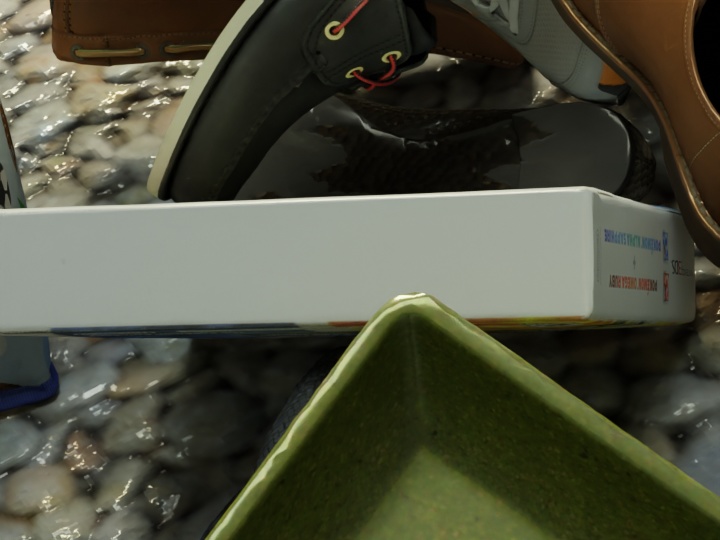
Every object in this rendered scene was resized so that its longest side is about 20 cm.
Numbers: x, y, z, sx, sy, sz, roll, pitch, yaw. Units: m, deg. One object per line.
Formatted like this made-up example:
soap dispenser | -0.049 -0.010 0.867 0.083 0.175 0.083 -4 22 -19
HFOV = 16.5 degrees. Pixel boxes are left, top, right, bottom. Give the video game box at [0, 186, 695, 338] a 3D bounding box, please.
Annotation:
video game box | 0.000 0.000 0.838 0.200 0.047 0.182 -2 0 18

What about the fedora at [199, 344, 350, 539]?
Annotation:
fedora | 0.019 0.088 0.755 0.200 0.092 0.201 -8 41 7

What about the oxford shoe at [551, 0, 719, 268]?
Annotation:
oxford shoe | 0.116 -0.095 0.861 0.071 0.071 0.200 -19 58 -12

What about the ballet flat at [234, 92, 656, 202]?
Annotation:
ballet flat | 0.021 -0.039 0.969 0.200 0.046 0.067 -1 79 26

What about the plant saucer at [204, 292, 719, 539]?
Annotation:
plant saucer | 0.033 0.141 0.647 0.200 0.048 0.200 35 76 10

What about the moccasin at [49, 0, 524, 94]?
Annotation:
moccasin | -0.029 -0.101 1.039 0.201 0.078 0.074 3 21 -6

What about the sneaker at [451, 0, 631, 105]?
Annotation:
sneaker | 0.039 -0.125 0.969 0.092 0.076 0.200 -5 36 -26

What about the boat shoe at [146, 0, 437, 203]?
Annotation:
boat shoe | -0.002 -0.095 0.884 0.201 0.063 0.074 -51 -1 9

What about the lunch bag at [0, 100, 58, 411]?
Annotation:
lunch bag | -0.199 -0.056 0.963 0.124 0.170 0.200 -13 38 -4
